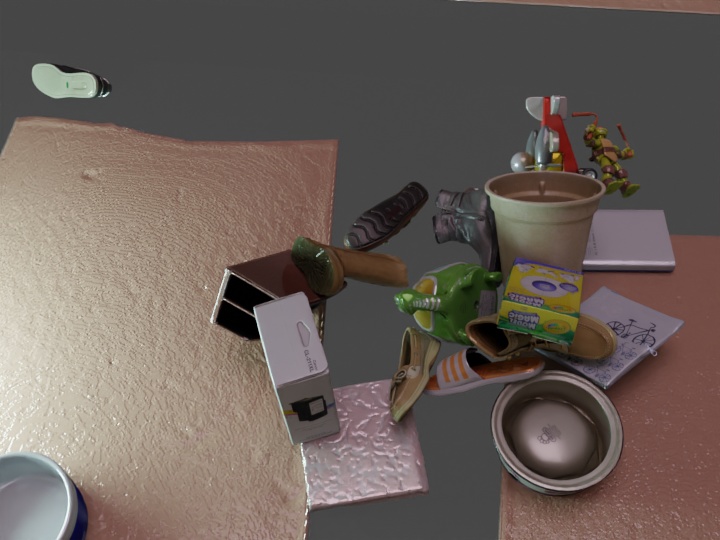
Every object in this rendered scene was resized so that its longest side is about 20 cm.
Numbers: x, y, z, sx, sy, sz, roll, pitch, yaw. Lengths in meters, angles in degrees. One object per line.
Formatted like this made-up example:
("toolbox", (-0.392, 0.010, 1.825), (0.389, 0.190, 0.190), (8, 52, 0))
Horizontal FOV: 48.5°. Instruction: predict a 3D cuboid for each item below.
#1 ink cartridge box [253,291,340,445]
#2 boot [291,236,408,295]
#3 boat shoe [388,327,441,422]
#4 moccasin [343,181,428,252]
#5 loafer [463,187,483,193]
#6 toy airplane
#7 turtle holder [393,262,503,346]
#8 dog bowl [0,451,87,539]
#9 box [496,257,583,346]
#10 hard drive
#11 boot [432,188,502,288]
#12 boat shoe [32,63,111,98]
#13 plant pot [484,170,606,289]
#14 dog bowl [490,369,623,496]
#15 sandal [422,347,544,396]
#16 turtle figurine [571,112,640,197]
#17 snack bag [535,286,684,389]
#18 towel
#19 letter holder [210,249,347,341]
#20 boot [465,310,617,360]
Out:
("ink cartridge box", (-0.095, 0.151, 1.214), (0.082, 0.201, 0.146), (-16, 55, -7))
("boot", (0.000, 0.000, 1.360), (0.199, 0.066, 0.175), (12, 22, -30))
("boat shoe", (0.076, 0.163, 1.281), (0.063, 0.073, 0.201), (32, 38, 0))
("moccasin", (0.045, -0.093, 1.511), (0.074, 0.078, 0.201), (39, 59, 10))
("loafer", (0.286, -0.119, 1.518), (0.199, 0.063, 0.072), (27, 59, 21))
("toy airplane", (0.349, -0.234, 1.518), (0.140, 0.200, 0.200), (-21, 51, 9))
("turtle holder", (0.146, 0.062, 1.336), (0.131, 0.142, 0.185), (6, 31, 41))
("dog bowl", (-0.513, 0.377, 1.183), (0.199, 0.079, 0.201), (-2, 53, 2))
("box", (0.277, 0.047, 1.227), (0.117, 0.049, 0.200), (14, 28, 11))
("hard drive", (0.471, -0.057, 1.487), (0.198, 0.025, 0.133), (1, 54, 4))
("boot", (0.201, -0.058, 1.481), (0.131, 0.070, 0.201), (-5, 67, 24))
("boat shoe", (-0.655, -0.424, 1.801), (0.199, 0.072, 0.068), (14, 19, 21))
("plant pot", (0.313, -0.058, 1.376), (0.199, 0.185, 0.201), (-2, 22, 1))
("dog bowl", (0.298, 0.257, 1.235), (0.199, 0.074, 0.201), (-1, 54, 2))
("sandal", (0.190, 0.150, 1.284), (0.205, 0.060, 0.079), (-15, 12, 19))
("turtle figurine", (0.478, -0.225, 1.563), (0.199, 0.064, 0.162), (16, 53, -42))
("snack bag", (0.407, 0.103, 1.327), (0.199, 0.022, 0.188), (-31, 31, -19))
("towel", (-0.001, 0.274, 1.263), (0.190, 0.032, 0.201), (-9, 53, -3))
("letter holder", (-0.126, 0.052, 1.329), (0.142, 0.101, 0.200), (27, 20, 18))
("boot", (0.280, 0.104, 1.244), (0.199, 0.073, 0.155), (21, 22, 37))
